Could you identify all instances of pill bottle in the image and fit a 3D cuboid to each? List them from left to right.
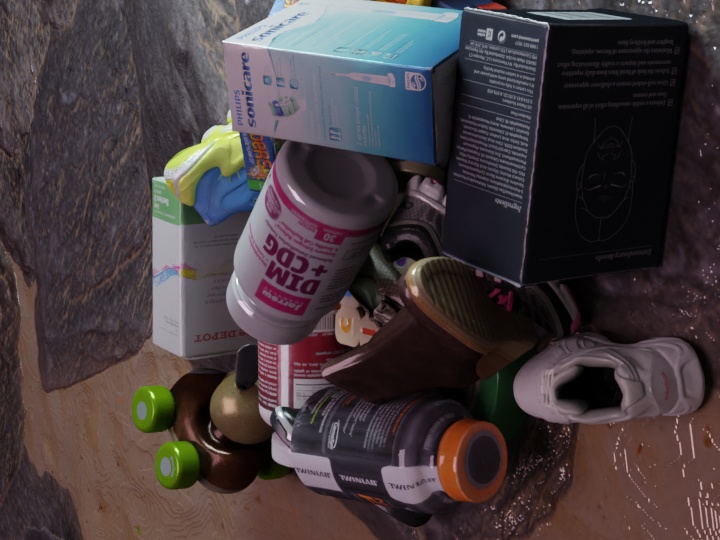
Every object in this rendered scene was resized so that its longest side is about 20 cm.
[{"bbox_3d":[-0.051,-0.026,1.256,0.114,0.113,0.200,63,144,28],"label":"pill bottle"},{"bbox_3d":[-0.055,0.104,1.470,0.113,0.113,0.201,16,109,54],"label":"pill bottle"},{"bbox_3d":[0.037,0.164,1.247,0.200,0.106,0.107,1,96,46],"label":"pill bottle"}]

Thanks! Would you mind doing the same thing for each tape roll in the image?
[{"bbox_3d":[0.086,0.079,1.311,0.200,0.048,0.201,15,109,55],"label":"tape roll"}]

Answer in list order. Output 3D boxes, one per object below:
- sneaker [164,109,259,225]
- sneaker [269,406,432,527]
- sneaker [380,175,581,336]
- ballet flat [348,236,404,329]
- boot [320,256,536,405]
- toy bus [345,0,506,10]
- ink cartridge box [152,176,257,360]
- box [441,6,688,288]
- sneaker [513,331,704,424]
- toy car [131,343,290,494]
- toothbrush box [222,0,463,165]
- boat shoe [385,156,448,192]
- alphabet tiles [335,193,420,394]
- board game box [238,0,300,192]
[{"bbox_3d":[-0.117,-0.125,1.502,0.105,0.200,0.076,58,164,-23],"label":"sneaker"},{"bbox_3d":[0.005,0.180,1.386,0.200,0.072,0.083,31,89,9],"label":"sneaker"},{"bbox_3d":[0.098,0.006,1.194,0.200,0.087,0.074,38,166,13],"label":"sneaker"},{"bbox_3d":[0.000,0.000,1.318,0.200,0.046,0.068,53,133,45],"label":"ballet flat"},{"bbox_3d":[0.037,0.062,1.119,0.166,0.200,0.073,-23,62,24],"label":"boot"},{"bbox_3d":[0.049,-0.218,1.263,0.192,0.136,0.200,36,129,29],"label":"toy bus"},{"bbox_3d":[-0.161,-0.009,1.580,0.087,0.145,0.201,15,108,55],"label":"ink cartridge box"},{"bbox_3d":[0.160,-0.102,1.078,0.107,0.148,0.201,25,115,52],"label":"box"},{"bbox_3d":[0.180,0.091,1.125,0.200,0.099,0.078,-16,82,56],"label":"sneaker"},{"bbox_3d":[-0.138,0.145,1.575,0.200,0.164,0.158,-53,53,34],"label":"toy car"},{"bbox_3d":[0.007,-0.166,1.149,0.199,0.146,0.086,12,122,27],"label":"toothbrush box"},{"bbox_3d":[0.011,-0.111,1.304,0.200,0.075,0.069,2,71,46],"label":"boat shoe"},{"bbox_3d":[0.031,0.025,1.326,0.195,0.015,0.201,10,99,58],"label":"alphabet tiles"},{"bbox_3d":[-0.073,-0.194,1.365,0.136,0.034,0.200,84,-160,-52],"label":"board game box"}]
